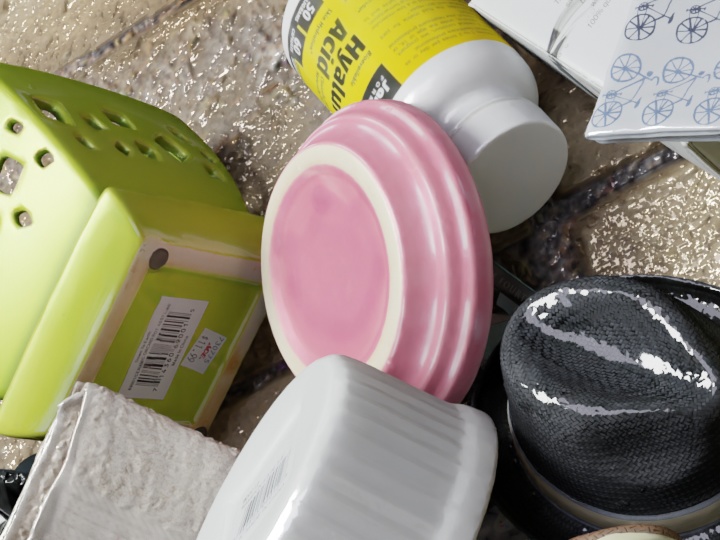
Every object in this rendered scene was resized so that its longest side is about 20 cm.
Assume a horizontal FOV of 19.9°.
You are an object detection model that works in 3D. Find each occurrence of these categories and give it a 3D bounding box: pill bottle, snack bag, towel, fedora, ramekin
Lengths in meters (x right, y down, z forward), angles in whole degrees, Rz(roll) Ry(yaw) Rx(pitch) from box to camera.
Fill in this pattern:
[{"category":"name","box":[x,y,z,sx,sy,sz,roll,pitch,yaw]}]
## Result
[{"category":"pill bottle","box":[0.042,-0.114,1.281,0.111,0.111,0.200,-48,50,9]},{"category":"snack bag","box":[0.232,-0.139,1.075,0.199,0.021,0.189,4,56,33]},{"category":"towel","box":[-0.107,0.160,1.197,0.133,0.199,0.034,-67,19,-8]},{"category":"fedora","box":[0.144,0.065,1.110,0.199,0.092,0.202,-11,56,18]},{"category":"ramekin","box":[-0.019,0.144,1.114,0.201,0.097,0.201,-56,12,19]}]

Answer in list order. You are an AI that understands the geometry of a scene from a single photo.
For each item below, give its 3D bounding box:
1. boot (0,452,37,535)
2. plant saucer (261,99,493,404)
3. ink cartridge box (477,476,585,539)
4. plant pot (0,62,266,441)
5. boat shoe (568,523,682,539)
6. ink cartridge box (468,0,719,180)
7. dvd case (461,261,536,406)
[{"category":"boot","box":[-0.205,0.154,1.304,0.200,0.168,0.077,27,90,41]},{"category":"plant saucer","box":[0.000,0.000,1.215,0.200,0.051,0.202,10,102,55]},{"category":"ink cartridge box","box":[0.078,0.248,1.135,0.198,0.043,0.201,-41,52,13]},{"category":"plant pot","box":[-0.173,0.005,1.321,0.181,0.198,0.201,37,106,36]},{"category":"boat shoe","box":[0.092,0.202,1.076,0.202,0.074,0.075,-33,53,32]},{"category":"ink cartridge box","box":[0.185,-0.161,1.214,0.145,0.084,0.200,-54,49,4]},{"category":"dvd case","box":[0.037,0.085,1.254,0.146,0.022,0.201,39,94,41]}]
